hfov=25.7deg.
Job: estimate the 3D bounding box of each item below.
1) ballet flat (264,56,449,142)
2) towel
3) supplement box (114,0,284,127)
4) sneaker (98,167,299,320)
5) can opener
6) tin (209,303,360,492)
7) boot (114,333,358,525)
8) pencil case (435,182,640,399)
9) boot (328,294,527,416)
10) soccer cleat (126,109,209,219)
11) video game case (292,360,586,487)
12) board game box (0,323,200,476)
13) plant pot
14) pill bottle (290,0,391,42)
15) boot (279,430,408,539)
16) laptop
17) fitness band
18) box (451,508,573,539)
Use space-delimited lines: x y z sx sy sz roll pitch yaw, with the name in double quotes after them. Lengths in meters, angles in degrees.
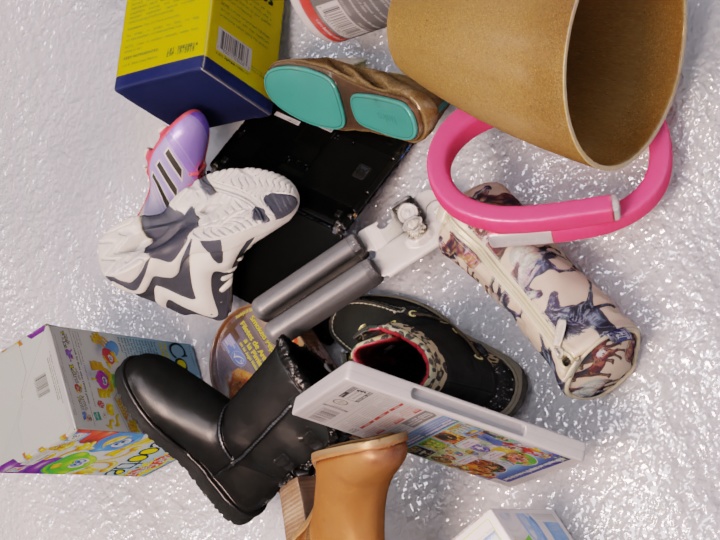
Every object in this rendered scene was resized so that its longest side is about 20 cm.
0.003 -0.163 1.424 0.200 0.072 0.068 15 130 43 "ballet flat"
0.156 -0.211 1.352 0.200 0.049 0.112 -30 66 27 "towel"
-0.148 -0.248 1.505 0.109 0.109 0.200 -8 67 33 "supplement box"
-0.128 -0.017 1.464 0.199 0.130 0.080 -27 55 12 "sneaker"
0.000 0.000 1.381 0.200 0.066 0.053 -32 65 4 "can opener"
-0.064 0.119 1.442 0.112 0.042 0.200 -47 62 26 "tin"
-0.104 0.115 1.381 0.198 0.073 0.162 49 121 3 "boot"
0.143 0.014 1.297 0.078 0.089 0.200 -50 58 17 "pencil case"
0.025 0.062 1.327 0.203 0.154 0.074 25 95 35 "boot"
-0.176 -0.067 1.514 0.076 0.067 0.200 42 129 17 "soccer cleat"
0.059 0.124 1.244 0.143 0.200 0.018 140 148 -65 "video game case"
-0.244 0.126 1.467 0.103 0.200 0.105 -29 68 27 "board game box"
0.126 -0.187 1.248 0.200 0.186 0.187 15 90 35 "plant pot"
0.040 -0.282 1.402 0.200 0.116 0.116 -13 74 31 "pill bottle"
-0.001 0.220 1.248 0.200 0.077 0.155 -41 59 49 "boot"
-0.049 -0.063 1.487 0.177 0.103 0.200 26 71 33 "laptop"
0.154 -0.091 1.290 0.200 0.037 0.144 -6 58 10 "fitness band"
0.145 0.296 1.233 0.101 0.112 0.200 -44 62 20 "box"
